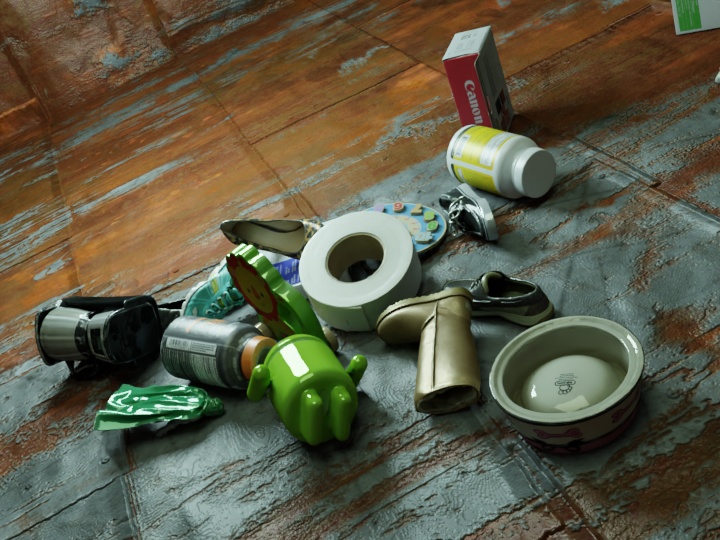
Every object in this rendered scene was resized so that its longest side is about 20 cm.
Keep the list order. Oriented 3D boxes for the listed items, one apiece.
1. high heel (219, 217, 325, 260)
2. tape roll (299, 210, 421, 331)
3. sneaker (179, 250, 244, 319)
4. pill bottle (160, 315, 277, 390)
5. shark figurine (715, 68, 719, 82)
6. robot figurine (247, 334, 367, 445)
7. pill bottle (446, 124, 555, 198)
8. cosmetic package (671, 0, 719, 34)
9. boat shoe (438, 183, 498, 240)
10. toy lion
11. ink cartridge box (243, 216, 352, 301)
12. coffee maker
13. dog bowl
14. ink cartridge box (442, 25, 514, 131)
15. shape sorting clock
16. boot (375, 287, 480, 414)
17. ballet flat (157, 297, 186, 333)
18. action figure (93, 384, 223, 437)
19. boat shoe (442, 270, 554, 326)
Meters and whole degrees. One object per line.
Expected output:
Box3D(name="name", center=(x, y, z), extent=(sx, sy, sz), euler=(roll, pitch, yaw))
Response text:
Box3D(name="high heel", center=(-0.151, -0.064, 1.655), extent=(0.198, 0.141, 0.073), euler=(-1, 80, 47))
Box3D(name="tape roll", center=(0.000, 0.000, 1.549), extent=(0.199, 0.071, 0.205), euler=(-10, 50, 12))
Box3D(name="sneaker", center=(-0.246, 0.044, 1.649), extent=(0.201, 0.077, 0.079), euler=(-54, 34, -8))
Box3D(name="pill bottle", center=(-0.222, 0.134, 1.506), extent=(0.198, 0.107, 0.106), euler=(5, 39, 37))
Box3D(name="shark figurine", center=(0.720, -0.347, 1.678), extent=(0.128, 0.089, 0.215), euler=(-47, 11, 27))
Box3D(name="robot figurine", center=(-0.075, 0.168, 1.344), extent=(0.173, 0.118, 0.200), euler=(-6, 24, -19))
Box3D(name="pill bottle", center=(0.258, -0.196, 1.702), extent=(0.112, 0.114, 0.199), euler=(-34, 33, -20))
Box3D(name="cosmetic package", center=(0.769, -0.581, 1.977), extent=(0.197, 0.109, 0.085), euler=(-4, 35, 31))
Box3D(name="boat shoe", center=(0.184, -0.099, 1.634), extent=(0.067, 0.074, 0.200), euler=(-19, 30, -4))
Box3D(name="toy lion", center=(-0.139, 0.049, 1.499), extent=(0.068, 0.194, 0.199), euler=(-37, 34, -25))
Box3D(name="ink cartridge box", center=(-0.112, -0.012, 1.728), extent=(0.197, 0.047, 0.199), euler=(-19, 32, 10))
Box3D(name="coffee maker", center=(-0.458, 0.096, 1.692), extent=(0.197, 0.136, 0.193), euler=(-1, 36, 31))
Box3D(name="dog bowl", center=(0.268, 0.149, 1.194), extent=(0.197, 0.075, 0.201), euler=(-16, 32, 10))
Box3D(name="ink cartridge box", center=(0.237, -0.360, 1.883), extent=(0.083, 0.202, 0.176), euler=(-7, 32, 25))
Box3D(name="shape sorting clock", center=(0.058, -0.075, 1.689), extent=(0.196, 0.040, 0.201), euler=(-6, 35, 4))
Box3D(name="boot", center=(0.092, 0.123, 1.357), extent=(0.173, 0.066, 0.202), euler=(-25, 35, 25))
Box3D(name="ballet flat", center=(-0.294, 0.055, 1.724), extent=(0.198, 0.057, 0.067), euler=(-26, 31, -6))
Box3D(name="action figure", center=(-0.310, 0.221, 1.480), extent=(0.197, 0.055, 0.119), euler=(-5, 33, 15))
Box3D(name="boat shoe", center=(0.204, 0.031, 1.426), extent=(0.199, 0.067, 0.072), euler=(12, 45, 44))
